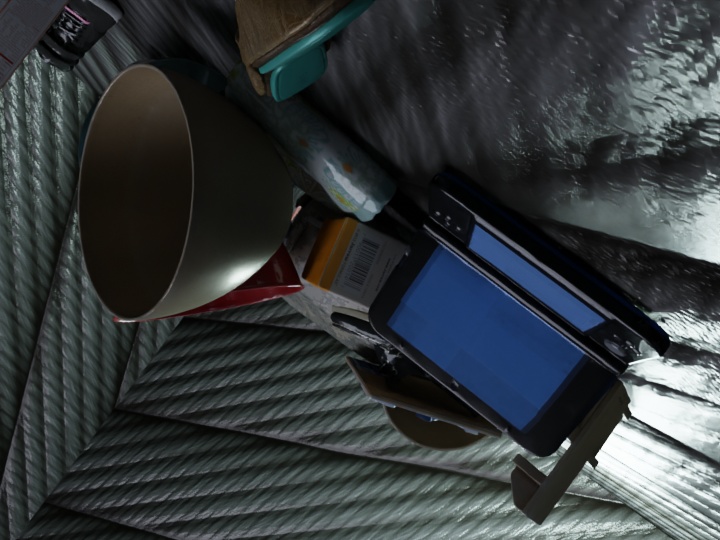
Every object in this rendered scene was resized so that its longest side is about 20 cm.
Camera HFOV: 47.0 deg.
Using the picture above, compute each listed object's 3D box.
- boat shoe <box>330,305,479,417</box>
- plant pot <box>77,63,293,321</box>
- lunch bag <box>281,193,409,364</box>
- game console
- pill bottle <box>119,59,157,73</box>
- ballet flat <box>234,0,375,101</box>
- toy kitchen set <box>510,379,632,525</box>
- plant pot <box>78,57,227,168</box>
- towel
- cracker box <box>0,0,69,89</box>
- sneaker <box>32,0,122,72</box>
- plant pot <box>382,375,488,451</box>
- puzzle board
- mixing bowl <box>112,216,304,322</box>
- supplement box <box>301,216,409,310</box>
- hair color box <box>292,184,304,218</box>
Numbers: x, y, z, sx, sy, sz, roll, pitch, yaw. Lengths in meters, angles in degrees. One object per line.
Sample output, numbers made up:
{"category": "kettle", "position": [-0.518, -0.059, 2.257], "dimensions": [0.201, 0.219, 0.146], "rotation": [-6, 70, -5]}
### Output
{"category": "boat shoe", "position": [0.052, 0.098, 0.883], "dimensions": [0.197, 0.067, 0.074], "rotation": [23, 178, -5]}
{"category": "plant pot", "position": [-0.135, -0.061, 0.701], "dimensions": [0.133, 0.203, 0.200], "rotation": [0, -157, -42]}
{"category": "lunch bag", "position": [0.000, 0.000, 0.985], "dimensions": [0.199, 0.140, 0.168], "rotation": [36, 158, 4]}
{"category": "game console", "position": [0.105, 0.044, 0.634], "dimensions": [0.199, 0.119, 0.171], "rotation": [37, 176, 9]}
{"category": "pill bottle", "position": [-0.287, -0.224, 1.140], "dimensions": [0.104, 0.105, 0.200], "rotation": [39, 175, -14]}
{"category": "ballet flat", "position": [-0.041, -0.137, 0.424], "dimensions": [0.073, 0.067, 0.200], "rotation": [58, 176, -8]}
{"category": "toy kitchen set", "position": [0.168, 0.150, 0.900], "dimensions": [0.180, 0.164, 0.200], "rotation": [35, 174, 32]}
{"category": "plant pot", "position": [-0.217, -0.145, 0.944], "dimensions": [0.200, 0.201, 0.196], "rotation": [39, 168, -15]}
{"category": "towel", "position": [-0.053, -0.113, 0.774], "dimensions": [0.170, 0.048, 0.200], "rotation": [38, 175, -8]}
{"category": "cracker box", "position": [-0.393, -0.273, 0.879], "dimensions": [0.133, 0.201, 0.058], "rotation": [34, 175, 35]}
{"category": "sneaker", "position": [-0.341, -0.287, 0.982], "dimensions": [0.071, 0.100, 0.200], "rotation": [40, 174, -18]}
{"category": "plant pot", "position": [0.110, 0.126, 1.192], "dimensions": [0.187, 0.188, 0.200], "rotation": [38, -171, -14]}
{"category": "puzzle board", "position": [0.063, 0.143, 0.944], "dimensions": [0.149, 0.018, 0.200], "rotation": [18, -178, -9]}
{"category": "mixing bowl", "position": [-0.161, -0.017, 0.855], "dimensions": [0.200, 0.197, 0.110], "rotation": [97, 164, -85]}
{"category": "supplement box", "position": [0.050, 0.018, 0.829], "dimensions": [0.198, 0.074, 0.126], "rotation": [24, 178, -13]}
{"category": "hair color box", "position": [-0.175, -0.134, 1.172], "dimensions": [0.199, 0.102, 0.061], "rotation": [37, 176, 24]}
